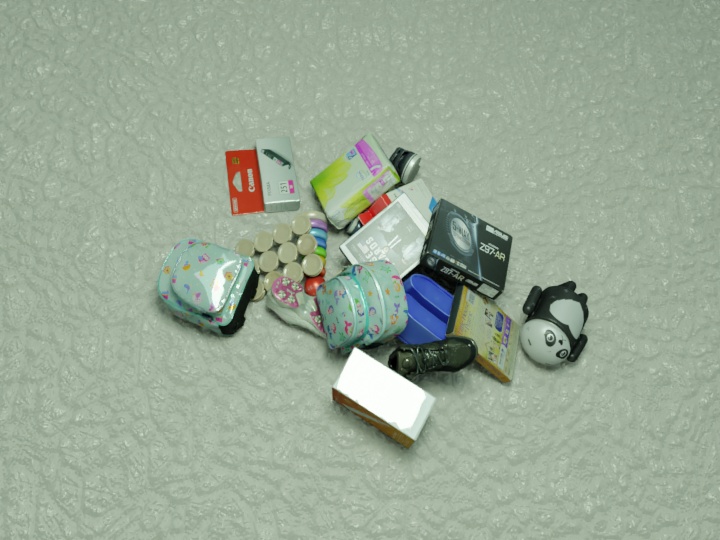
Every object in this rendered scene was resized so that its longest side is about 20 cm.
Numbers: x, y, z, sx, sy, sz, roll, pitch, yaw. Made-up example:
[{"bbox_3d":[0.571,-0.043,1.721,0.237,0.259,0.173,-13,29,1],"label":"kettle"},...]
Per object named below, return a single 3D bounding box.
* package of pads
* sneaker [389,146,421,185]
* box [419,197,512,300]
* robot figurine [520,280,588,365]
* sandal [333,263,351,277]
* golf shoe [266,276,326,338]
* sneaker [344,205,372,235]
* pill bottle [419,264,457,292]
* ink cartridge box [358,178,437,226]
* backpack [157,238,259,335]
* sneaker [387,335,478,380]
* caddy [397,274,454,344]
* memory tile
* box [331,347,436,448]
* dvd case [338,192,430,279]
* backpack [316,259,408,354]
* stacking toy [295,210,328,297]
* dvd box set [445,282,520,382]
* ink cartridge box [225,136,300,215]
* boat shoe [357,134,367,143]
[{"bbox_3d":[-0.014,-0.213,1.564,0.198,0.068,0.156,-37,46,10],"label":"package of pads"},{"bbox_3d":[0.103,-0.262,1.615,0.078,0.200,0.080,34,93,2],"label":"sneaker"},{"bbox_3d":[0.239,-0.048,1.455,0.196,0.044,0.163,27,55,-8],"label":"box"},{"bbox_3d":[0.447,0.118,1.487,0.147,0.127,0.201,24,59,27],"label":"robot figurine"},{"bbox_3d":[-0.004,-0.004,1.522,0.077,0.070,0.211,39,63,14],"label":"sandal"},{"bbox_3d":[-0.126,0.095,1.456,0.198,0.091,0.076,38,48,-12],"label":"golf shoe"},{"bbox_3d":[0.038,-0.149,1.620,0.081,0.070,0.202,36,64,-7],"label":"sneaker"},{"bbox_3d":[0.226,-0.017,1.535,0.198,0.115,0.114,35,62,11],"label":"pill bottle"},{"bbox_3d":[0.100,-0.131,1.565,0.198,0.067,0.118,-28,81,-41],"label":"ink cartridge box"},{"bbox_3d":[-0.340,0.027,1.413,0.194,0.154,0.180,16,71,12],"label":"backpack"},{"bbox_3d":[0.142,0.184,1.341,0.194,0.114,0.079,-8,94,26],"label":"sneaker"},{"bbox_3d":[0.141,0.108,1.461,0.198,0.105,0.143,37,47,-4],"label":"caddy"},{"bbox_3d":[-0.188,-0.029,1.494,0.195,0.017,0.157,-22,70,5],"label":"memory tile"},{"bbox_3d":[0.045,0.265,1.345,0.197,0.125,0.099,31,70,10],"label":"box"},{"bbox_3d":[0.069,-0.057,1.480,0.198,0.025,0.151,-39,82,-6],"label":"dvd case"},{"bbox_3d":[0.005,0.074,1.374,0.148,0.198,0.183,-6,76,-41],"label":"backpack"},{"bbox_3d":[-0.112,-0.032,1.523,0.082,0.086,0.206,0,67,-8],"label":"stacking toy"},{"bbox_3d":[0.276,0.134,1.448,0.198,0.029,0.149,37,51,-23],"label":"dvd box set"},{"bbox_3d":[-0.248,-0.240,1.633,0.168,0.044,0.205,-6,63,-13],"label":"ink cartridge box"},{"bbox_3d":[-0.003,-0.258,1.667,0.070,0.060,0.205,16,60,2],"label":"boat shoe"}]
